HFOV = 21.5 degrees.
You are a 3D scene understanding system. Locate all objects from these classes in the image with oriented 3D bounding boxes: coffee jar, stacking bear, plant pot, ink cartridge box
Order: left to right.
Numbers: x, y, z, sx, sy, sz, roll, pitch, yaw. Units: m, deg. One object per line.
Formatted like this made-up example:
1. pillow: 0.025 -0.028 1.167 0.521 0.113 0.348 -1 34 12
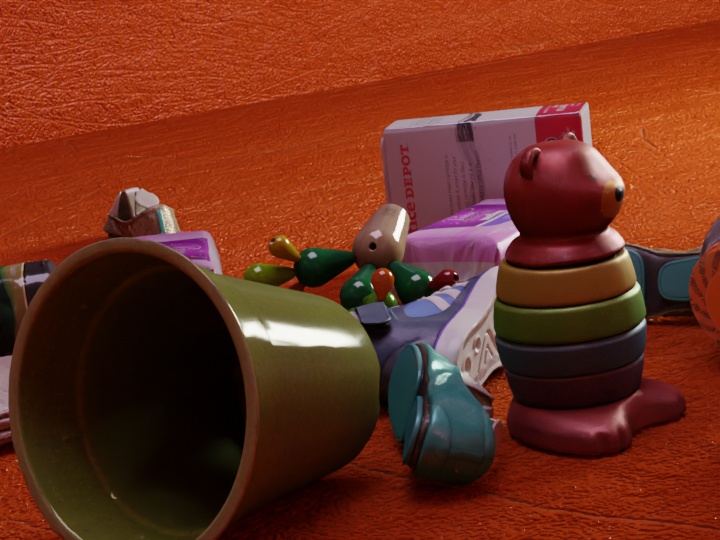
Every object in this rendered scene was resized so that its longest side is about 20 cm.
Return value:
1. coffee jar: -0.355 0.045 1.691 0.199 0.086 0.104 -9 9 -7
2. plant pot: -0.086 0.080 1.202 0.199 0.202 0.189 2 1 35
3. ink cartridge box: 0.130 -0.083 1.873 0.199 0.146 0.083 -4 13 13
4. stacking bear: 0.144 0.009 1.294 0.113 0.201 0.121 3 15 39

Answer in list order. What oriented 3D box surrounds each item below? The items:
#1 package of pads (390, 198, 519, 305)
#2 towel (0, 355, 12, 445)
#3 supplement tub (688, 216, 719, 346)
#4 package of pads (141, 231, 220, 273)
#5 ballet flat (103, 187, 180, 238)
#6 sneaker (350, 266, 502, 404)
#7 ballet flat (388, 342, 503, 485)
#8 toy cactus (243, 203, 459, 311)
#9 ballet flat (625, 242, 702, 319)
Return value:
1. package of pads: 0.118 -0.013 1.723 0.120 0.076 0.200 2 14 30
2. towel: -0.296 0.105 1.505 0.132 0.035 0.200 -11 12 -27
3. supplement tub: 0.341 -0.019 1.457 0.122 0.123 0.200 3 28 40
4. package of pads: -0.182 0.019 1.707 0.120 0.076 0.200 -9 12 -4
5. ballet flat: -0.252 -0.063 2.195 0.070 0.066 0.200 -12 13 -24
6. sneaker: 0.039 0.045 1.476 0.146 0.081 0.200 3 20 23
7. ballet flat: 0.059 0.101 1.281 0.070 0.068 0.200 17 11 -6
8. toy cactus: 0.000 0.000 1.600 0.199 0.103 0.165 3 42 20
9. ballet flat: 0.250 0.012 1.584 0.199 0.071 0.071 -1 13 29
